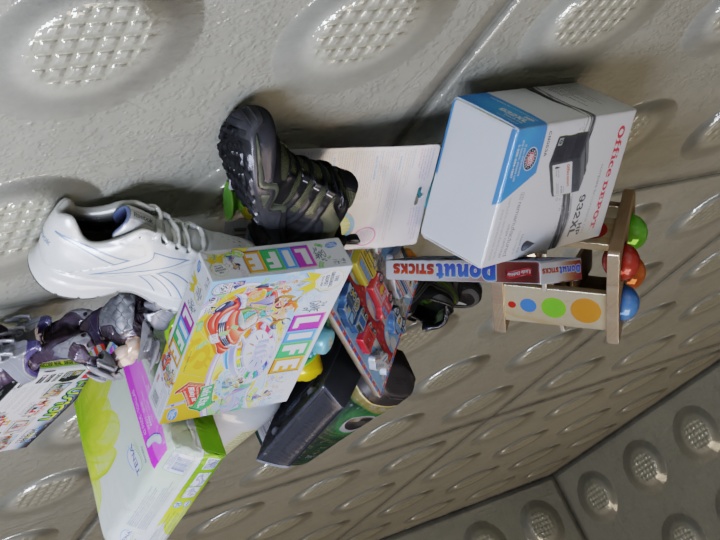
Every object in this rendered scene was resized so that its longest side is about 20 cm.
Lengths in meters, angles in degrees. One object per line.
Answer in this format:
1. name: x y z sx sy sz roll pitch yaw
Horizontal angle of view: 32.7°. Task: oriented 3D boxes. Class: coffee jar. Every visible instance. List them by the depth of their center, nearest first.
1. coffee jar: -0.032 0.164 1.539 0.200 0.086 0.104 -35 157 22

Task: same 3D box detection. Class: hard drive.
1. hard drive: -0.046 0.130 1.355 0.135 0.042 0.200 -49 -172 23

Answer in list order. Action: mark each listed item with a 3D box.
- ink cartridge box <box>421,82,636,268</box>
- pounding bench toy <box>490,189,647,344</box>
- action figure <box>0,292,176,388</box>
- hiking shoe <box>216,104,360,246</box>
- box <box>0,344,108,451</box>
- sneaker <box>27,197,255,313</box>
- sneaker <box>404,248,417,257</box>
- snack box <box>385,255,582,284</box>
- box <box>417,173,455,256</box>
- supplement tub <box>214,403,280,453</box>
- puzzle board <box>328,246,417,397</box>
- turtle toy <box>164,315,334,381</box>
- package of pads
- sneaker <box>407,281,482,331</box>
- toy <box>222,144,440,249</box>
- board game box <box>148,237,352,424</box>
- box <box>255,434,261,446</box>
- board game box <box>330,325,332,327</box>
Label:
1. ink cartridge box: 0.167 -0.097 1.202 0.200 0.084 0.146 -14 125 -44
2. pounding bench toy: 0.244 -0.032 1.378 0.155 0.200 0.125 5 128 18
3. action figure: -0.250 0.054 1.114 0.199 0.130 0.069 -17 128 17
4. hiking shoe: -0.057 -0.077 1.060 0.100 0.076 0.200 -29 143 -12
5. box: -0.362 0.138 1.314 0.110 0.035 0.200 -3 150 -49
6. sneaker: -0.178 -0.016 1.050 0.199 0.075 0.087 2 141 -25
7. sneaker: 0.000 0.000 1.383 0.077 0.078 0.200 -48 158 17
8. snack box: 0.122 -0.002 1.247 0.199 0.024 0.072 1 -176 44
9. box: 0.113 -0.054 1.359 0.049 0.083 0.200 -30 161 7
10. supplement tub: -0.175 0.136 1.380 0.145 0.145 0.200 -4 151 -48
11. puzzle board: 0.019 0.026 1.303 0.017 0.151 0.200 9 152 22
12. turtle toy: -0.106 0.048 1.221 0.199 0.146 0.101 -13 173 -34
13. package of pads: -0.215 0.156 1.215 0.068 0.200 0.155 13 124 -35
14. sneaker: 0.091 0.040 1.569 0.071 0.083 0.199 -37 158 30
15. toy: -0.034 -0.075 1.147 0.199 0.047 0.115 -6 131 -24
16. board game box: -0.101 0.055 1.090 0.134 0.034 0.200 -8 143 -31
17. box: -0.060 0.169 1.728 0.200 0.075 0.100 -37 159 33
18. board game box: -0.096 0.106 1.532 0.200 0.064 0.147 -37 158 28
